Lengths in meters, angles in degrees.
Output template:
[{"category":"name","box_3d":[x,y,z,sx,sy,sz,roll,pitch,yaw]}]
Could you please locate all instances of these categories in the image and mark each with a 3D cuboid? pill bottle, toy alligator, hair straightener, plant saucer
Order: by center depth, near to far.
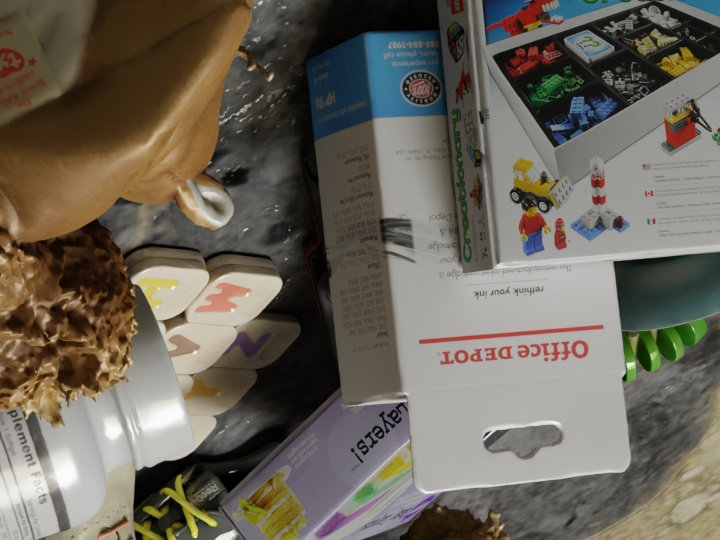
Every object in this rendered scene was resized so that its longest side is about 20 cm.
[{"category":"pill bottle","box_3d":[-0.182,0.077,1.169,0.200,0.111,0.111,-19,150,-10]},{"category":"hair straightener","box_3d":[0.000,0.000,1.252,0.041,0.077,0.200,-14,149,-8]},{"category":"plant saucer","box_3d":[0.203,-0.034,1.325,0.200,0.027,0.200,-29,-167,7]},{"category":"toy alligator","box_3d":[0.127,0.046,1.460,0.200,0.054,0.059,-23,150,-11]}]

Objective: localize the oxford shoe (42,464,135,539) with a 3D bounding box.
[{"category":"oxford shoe","box_3d":[-0.129,0.139,1.290,0.071,0.074,0.200,-23,134,-44]}]

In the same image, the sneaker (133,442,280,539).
[{"category":"sneaker","box_3d":[-0.108,0.145,1.407,0.200,0.074,0.085,-22,146,-31]}]

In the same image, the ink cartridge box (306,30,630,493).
[{"category":"ink cartridge box","box_3d":[0.048,-0.004,1.151,0.116,0.200,0.068,-4,175,-26]}]

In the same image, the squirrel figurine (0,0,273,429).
[{"category":"squirrel figurine","box_3d":[-0.118,-0.047,1.000,0.200,0.141,0.187,-63,169,-3]}]

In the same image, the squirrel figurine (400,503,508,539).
[{"category":"squirrel figurine","box_3d":[0.014,0.228,1.531,0.200,0.142,0.187,-29,170,21]}]

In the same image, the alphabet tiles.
[{"category":"alphabet tiles","box_3d":[-0.128,0.060,1.300,0.195,0.015,0.200,7,136,-46]}]

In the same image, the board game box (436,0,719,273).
[{"category":"board game box","box_3d":[0.133,-0.069,1.140,0.200,0.126,0.035,-4,179,-26]}]

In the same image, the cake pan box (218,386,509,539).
[{"category":"cake pan box","box_3d":[0.038,0.071,1.351,0.184,0.052,0.200,-42,167,18]}]
